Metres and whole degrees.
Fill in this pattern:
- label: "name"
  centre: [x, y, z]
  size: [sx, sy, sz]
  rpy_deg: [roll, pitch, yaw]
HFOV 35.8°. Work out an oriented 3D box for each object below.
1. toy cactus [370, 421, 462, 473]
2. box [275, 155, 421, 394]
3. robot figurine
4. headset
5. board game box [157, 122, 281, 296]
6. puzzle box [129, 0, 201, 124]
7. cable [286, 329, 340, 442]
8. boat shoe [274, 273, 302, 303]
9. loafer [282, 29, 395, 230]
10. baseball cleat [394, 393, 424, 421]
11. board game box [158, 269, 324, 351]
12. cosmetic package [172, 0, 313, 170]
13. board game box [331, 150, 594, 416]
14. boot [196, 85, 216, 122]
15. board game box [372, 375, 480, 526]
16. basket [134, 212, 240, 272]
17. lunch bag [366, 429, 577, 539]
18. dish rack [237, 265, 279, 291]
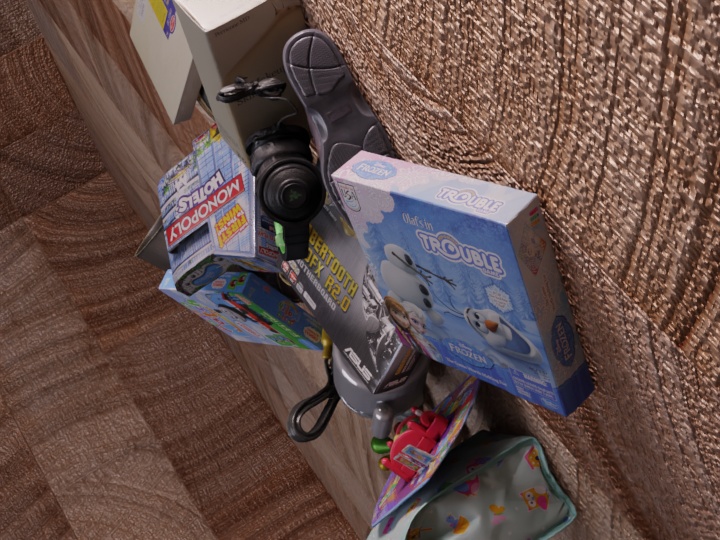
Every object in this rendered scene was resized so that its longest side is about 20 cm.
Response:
- label: "toy cactus"
  centre: [0.104, 0.250, 1.417]
  size: [0.200, 0.102, 0.165]
  rpy_deg: [44, 137, 32]
- label: "box"
  centre: [0.003, 0.001, 1.139]
  size: [0.200, 0.048, 0.158]
  rpy_deg: [52, 136, 28]
- label: "robot figurine"
  centre: [0.024, 0.109, 1.315]
  size: [0.200, 0.113, 0.170]
  rpy_deg: [92, -179, -68]
- label: "headset"
  centre: [-0.088, -0.098, 1.087]
  size: [0.124, 0.094, 0.200]
  rpy_deg: [-109, 15, -47]
- label: "board game box"
  centre: [-0.158, -0.064, 1.291]
  size: [0.062, 0.200, 0.200]
  rpy_deg: [25, -140, -47]
- label: "puzzle box"
  centre: [-0.218, -0.269, 1.279]
  size: [0.133, 0.025, 0.200]
  rpy_deg: [64, 156, 10]
- label: "cable"
  centre: [-0.033, 0.140, 1.403]
  size: [0.097, 0.200, 0.050]
  rpy_deg: [42, 147, -27]
- label: "boat shoe"
  centre: [-0.075, -0.018, 1.346]
  size: [0.072, 0.060, 0.200]
  rpy_deg: [20, 143, 1]
- label: "loafer"
  centre: [-0.014, -0.131, 1.050]
  size: [0.063, 0.072, 0.200]
  rpy_deg: [-94, -17, -78]
- label: "baseball cleat"
  centre: [0.016, 0.137, 1.507]
  size: [0.200, 0.070, 0.107]
  rpy_deg: [49, 164, 39]
- label: "board game box"
  centre: [-0.154, 0.051, 1.475]
  size: [0.151, 0.037, 0.200]
  rpy_deg: [38, 159, -34]
- label: "cosmetic package"
  centre: [-0.104, -0.204, 1.109]
  size: [0.073, 0.103, 0.200]
  rpy_deg: [50, 166, 32]
- label: "board game box"
  centre: [0.084, 0.008, 0.922]
  size: [0.200, 0.043, 0.199]
  rpy_deg: [20, 141, 47]
- label: "boot"
  centre: [-0.145, -0.233, 1.273]
  size: [0.138, 0.077, 0.200]
  rpy_deg: [30, 151, 55]
- label: "board game box"
  centre: [0.055, 0.176, 1.177]
  size: [0.039, 0.158, 0.200]
  rpy_deg: [34, 140, -3]
- label: "basket"
  centre: [-0.184, -0.031, 1.559]
  size: [0.200, 0.180, 0.136]
  rpy_deg: [35, -150, -13]
- label: "lunch bag"
  centre: [0.103, 0.265, 1.182]
  size: [0.122, 0.200, 0.170]
  rpy_deg: [59, 166, -1]
- label: "dish rack"
  centre: [-0.088, -0.038, 1.414]
  size: [0.171, 0.044, 0.200]
  rpy_deg: [4, 138, 23]
